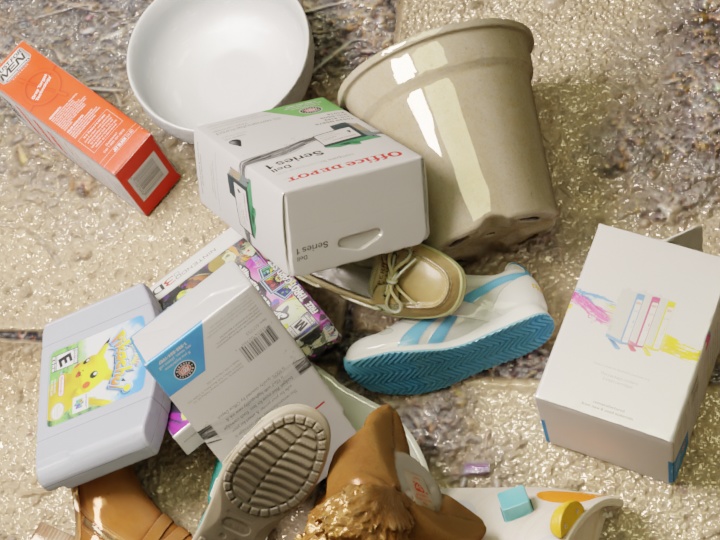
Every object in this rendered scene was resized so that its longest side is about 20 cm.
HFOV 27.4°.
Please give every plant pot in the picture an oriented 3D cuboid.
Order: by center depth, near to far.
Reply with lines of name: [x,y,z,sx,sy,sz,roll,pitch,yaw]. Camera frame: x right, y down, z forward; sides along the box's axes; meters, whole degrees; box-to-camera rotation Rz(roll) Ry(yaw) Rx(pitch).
plant pot: [0.098,-0.110,1.411,0.199,0.200,0.184,-18,75,4]

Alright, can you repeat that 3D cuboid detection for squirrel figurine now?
squirrel figurine: [-0.021,0.240,1.231,0.187,0.200,0.142,-43,85,22]

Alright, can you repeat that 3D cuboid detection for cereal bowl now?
cereal bowl: [-0.140,-0.213,1.555,0.199,0.083,0.201,-5,66,11]

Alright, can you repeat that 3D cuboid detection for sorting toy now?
sorting toy: [0.109,0.264,1.296,0.179,0.107,0.201,6,67,36]

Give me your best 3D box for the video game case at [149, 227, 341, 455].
video game case: [-0.138,0.058,1.422,0.181,0.036,0.200,-37,42,-5]

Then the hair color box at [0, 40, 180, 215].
hair color box: [-0.289,-0.149,1.550,0.200,0.102,0.061,35,78,23]

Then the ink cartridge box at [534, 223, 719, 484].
ink cartridge box: [0.251,0.063,1.321,0.125,0.129,0.201,17,70,19]

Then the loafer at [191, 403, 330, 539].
loafer: [-0.090,0.183,1.252,0.075,0.068,0.200,30,113,-11]

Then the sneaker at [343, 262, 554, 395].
sneaker: [0.078,0.056,1.399,0.199,0.077,0.081,-17,53,0]

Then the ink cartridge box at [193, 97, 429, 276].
ink cartridge box: [-0.047,-0.081,1.354,0.145,0.085,0.200,-16,28,-24]

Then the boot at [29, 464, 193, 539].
boot: [-0.208,0.228,1.383,0.155,0.077,0.201,20,62,12]

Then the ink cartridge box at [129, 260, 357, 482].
ink cartridge box: [-0.097,0.107,1.305,0.116,0.200,0.068,-37,28,-6]

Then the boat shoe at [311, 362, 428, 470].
boat shoe: [-0.013,0.157,1.379,0.200,0.062,0.073,38,62,23]

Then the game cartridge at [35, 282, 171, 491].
game cartridge: [-0.239,0.103,1.392,0.133,0.041,0.201,-20,44,10]

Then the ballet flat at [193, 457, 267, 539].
ballet flat: [-0.114,0.222,1.367,0.067,0.068,0.201,23,57,-10]

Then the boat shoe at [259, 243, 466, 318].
boat shoe: [0.000,-0.003,1.361,0.200,0.063,0.074,21,101,25]
